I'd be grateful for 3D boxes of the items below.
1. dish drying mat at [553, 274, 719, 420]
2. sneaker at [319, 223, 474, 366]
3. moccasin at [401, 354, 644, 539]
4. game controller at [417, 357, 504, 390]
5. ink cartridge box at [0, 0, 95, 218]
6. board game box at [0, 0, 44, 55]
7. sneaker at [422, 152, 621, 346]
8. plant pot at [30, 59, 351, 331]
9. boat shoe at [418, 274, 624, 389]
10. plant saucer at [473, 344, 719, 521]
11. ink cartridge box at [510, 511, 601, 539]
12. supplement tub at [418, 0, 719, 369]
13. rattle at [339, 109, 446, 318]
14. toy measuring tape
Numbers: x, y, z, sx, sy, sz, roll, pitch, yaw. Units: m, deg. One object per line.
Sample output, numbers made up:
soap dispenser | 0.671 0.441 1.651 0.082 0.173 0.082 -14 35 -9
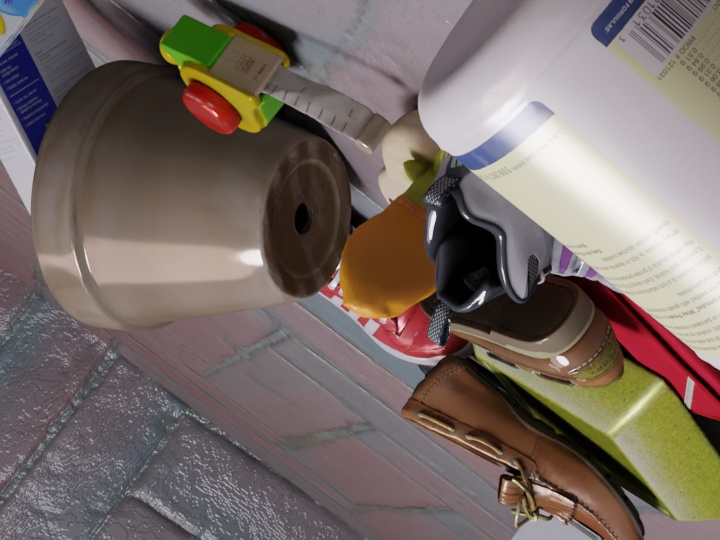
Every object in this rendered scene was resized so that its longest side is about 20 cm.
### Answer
dish drying mat | 0.174 0.033 1.166 0.200 0.018 0.077 42 168 -26
sneaker | 0.000 0.000 1.392 0.200 0.071 0.112 30 170 35
moccasin | 0.120 0.148 1.334 0.201 0.078 0.074 38 171 0
game controller | 0.127 0.108 1.505 0.200 0.042 0.104 33 169 14
ink cartridge box | -0.235 -0.128 1.333 0.039 0.099 0.200 -9 113 39
board game box | -0.266 -0.177 1.158 0.103 0.200 0.105 38 167 -11
sneaker | 0.086 -0.010 0.962 0.078 0.140 0.200 24 162 42
plant pot | -0.109 -0.045 1.306 0.173 0.200 0.200 9 155 31
boat shoe | 0.102 0.034 1.196 0.068 0.072 0.200 45 176 -27
plant saucer | 0.172 0.105 1.325 0.200 0.048 0.200 32 168 44
ink cartridge box | 0.191 0.346 1.969 0.084 0.146 0.200 33 167 17
supplement tub | 0.137 -0.051 0.671 0.200 0.145 0.145 38 167 -10
rattle | 0.028 -0.012 1.121 0.130 0.143 0.200 32 166 -20
toy measuring tape | -0.052 -0.108 1.147 0.200 0.074 0.074 29 165 33
